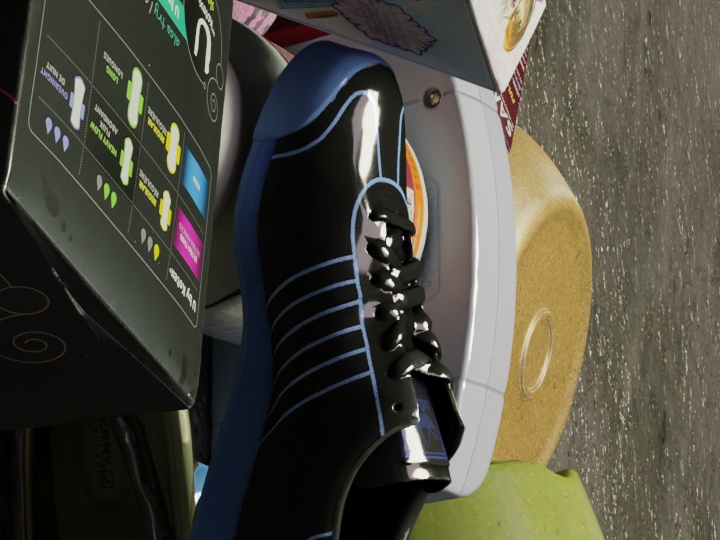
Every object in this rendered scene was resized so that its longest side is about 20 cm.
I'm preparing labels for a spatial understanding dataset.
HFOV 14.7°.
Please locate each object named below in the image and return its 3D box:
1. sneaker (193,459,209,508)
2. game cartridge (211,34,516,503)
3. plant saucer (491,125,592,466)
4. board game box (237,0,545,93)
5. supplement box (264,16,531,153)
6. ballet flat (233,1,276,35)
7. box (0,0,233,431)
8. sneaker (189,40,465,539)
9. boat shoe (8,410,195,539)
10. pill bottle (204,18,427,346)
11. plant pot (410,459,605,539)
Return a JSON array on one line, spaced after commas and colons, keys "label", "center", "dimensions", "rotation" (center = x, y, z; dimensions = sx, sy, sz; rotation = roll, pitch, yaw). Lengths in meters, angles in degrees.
[{"label": "sneaker", "center": [-0.035, 0.155, 1.031], "dimensions": [0.078, 0.090, 0.200], "rotation": [-61, 140, -58]}, {"label": "game cartridge", "center": [0.000, 0.000, 1.119], "dimensions": [0.040, 0.133, 0.201], "rotation": [20, 64, -47]}, {"label": "plant saucer", "center": [0.065, 0.035, 1.267], "dimensions": [0.200, 0.035, 0.201], "rotation": [12, 90, -69]}, {"label": "board game box", "center": [-0.049, -0.148, 0.894], "dimensions": [0.041, 0.199, 0.200], "rotation": [-63, 160, -17]}, {"label": "supplement box", "center": [0.022, -0.132, 1.264], "dimensions": [0.200, 0.109, 0.061], "rotation": [-78, 153, -44]}, {"label": "ballet flat", "center": [-0.040, -0.156, 1.178], "dimensions": [0.200, 0.069, 0.071], "rotation": [-68, 164, -47]}, {"label": "box", "center": [-0.124, -0.067, 0.767], "dimensions": [0.124, 0.148, 0.200], "rotation": [55, 34, -55]}, {"label": "sneaker", "center": [0.000, 0.025, 0.924], "dimensions": [0.070, 0.078, 0.201], "rotation": [8, 90, -57]}, {"label": "boat shoe", "center": [-0.087, 0.117, 0.941], "dimensions": [0.066, 0.072, 0.201], "rotation": [18, 62, -63]}, {"label": "pill bottle", "center": [-0.056, -0.034, 1.009], "dimensions": [0.200, 0.109, 0.110], "rotation": [25, 60, -68]}, {"label": "plant pot", "center": [0.049, 0.184, 1.151], "dimensions": [0.200, 0.200, 0.185], "rotation": [29, 45, -66]}]
